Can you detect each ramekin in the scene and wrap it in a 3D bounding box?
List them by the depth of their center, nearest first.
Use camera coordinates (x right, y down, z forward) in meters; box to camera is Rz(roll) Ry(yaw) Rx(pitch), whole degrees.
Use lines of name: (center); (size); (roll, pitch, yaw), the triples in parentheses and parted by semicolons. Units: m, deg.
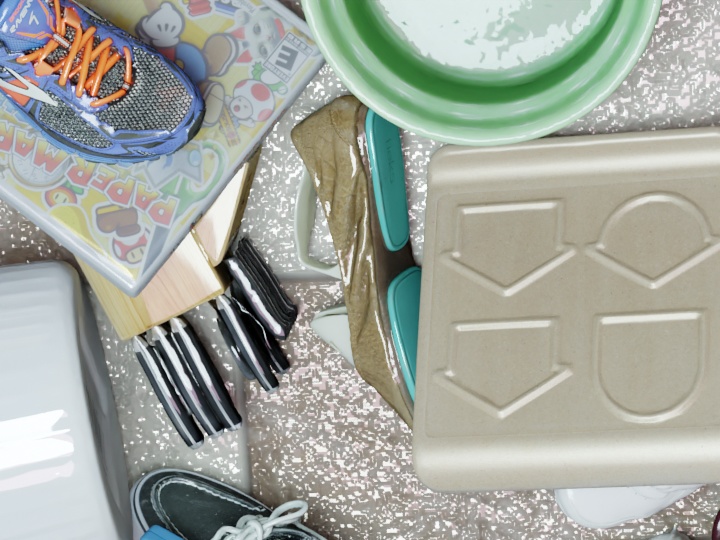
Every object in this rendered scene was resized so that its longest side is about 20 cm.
ramekin: (0.068, -0.174, 1.561); (0.199, 0.098, 0.201); (1, 102, 5)
ramekin: (-0.191, 0.090, 1.596); (0.097, 0.200, 0.201); (-11, 101, 1)

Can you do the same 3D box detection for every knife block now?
knife block: (-0.128, -0.001, 1.634); (0.199, 0.064, 0.176); (18, 102, 2)

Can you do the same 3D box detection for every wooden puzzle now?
wooden puzzle: (0.125, 0.025, 1.587); (0.185, 0.046, 0.201); (-3, 70, 17)

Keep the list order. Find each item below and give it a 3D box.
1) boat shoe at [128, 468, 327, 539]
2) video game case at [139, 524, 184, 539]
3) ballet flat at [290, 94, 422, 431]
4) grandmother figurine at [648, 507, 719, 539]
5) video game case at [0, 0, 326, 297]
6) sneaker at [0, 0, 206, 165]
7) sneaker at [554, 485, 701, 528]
boat shoe: (-0.054, 0.168, 1.627); (0.199, 0.068, 0.074); (39, 60, 24)
video game case: (-0.076, 0.252, 1.641); (0.143, 0.018, 0.200); (27, 132, 18)
ballet flat: (0.000, 0.000, 1.628); (0.072, 0.068, 0.201); (-8, 101, 28)
grandmother figurine: (0.240, 0.167, 1.609); (0.199, 0.061, 0.122); (-9, 90, 29)
video game case: (-0.147, -0.114, 1.582); (0.200, 0.023, 0.182); (37, 78, 6)
sneaker: (-0.175, -0.121, 1.531); (0.199, 0.078, 0.076); (26, 77, 5)
sneaker: (0.194, 0.085, 1.602); (0.200, 0.099, 0.078); (-34, 98, 11)
